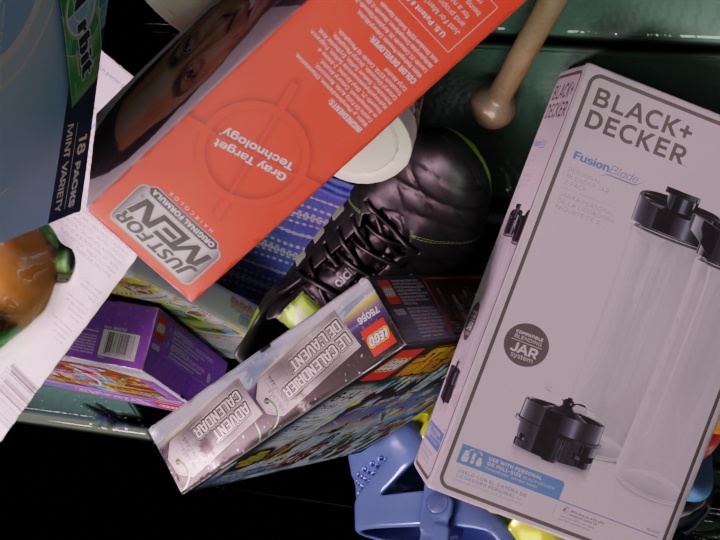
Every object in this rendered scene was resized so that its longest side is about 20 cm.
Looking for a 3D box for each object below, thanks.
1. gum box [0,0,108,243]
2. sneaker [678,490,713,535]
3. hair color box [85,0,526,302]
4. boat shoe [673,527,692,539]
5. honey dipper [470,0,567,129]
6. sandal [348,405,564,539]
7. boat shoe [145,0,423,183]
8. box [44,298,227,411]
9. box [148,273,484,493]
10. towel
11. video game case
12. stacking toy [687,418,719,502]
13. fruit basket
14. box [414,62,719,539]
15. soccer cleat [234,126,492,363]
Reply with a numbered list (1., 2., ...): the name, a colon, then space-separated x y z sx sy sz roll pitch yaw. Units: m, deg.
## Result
1. gum box: -0.157 -0.086 0.615 0.044 0.200 0.171 15 107 15
2. sneaker: 0.113 0.123 1.016 0.201 0.077 0.146 10 158 -3
3. hair color box: -0.017 -0.090 0.659 0.200 0.102 0.061 -42 114 13
4. boat shoe: 0.120 0.100 0.924 0.200 0.062 0.075 41 -174 38
5. honey dipper: 0.082 -0.118 0.723 0.038 0.038 0.200 22 151 -5
6. sandal: 0.025 0.121 0.973 0.200 0.087 0.080 40 172 34
7. boat shoe: -0.042 -0.128 0.738 0.072 0.060 0.202 -24 119 37
8. box: -0.192 0.038 0.986 0.199 0.039 0.137 10 166 14
9. box: 0.001 0.053 0.846 0.137 0.040 0.200 -36 166 21
10. towel: -0.025 0.001 0.966 0.144 0.024 0.200 20 148 0
11. video game case: -0.154 0.013 0.982 0.199 0.023 0.182 5 165 33
12. stacking toy: 0.194 0.021 0.828 0.116 0.110 0.200 26 137 -30
13. fruit basket: -0.196 -0.044 0.845 0.185 0.200 0.094 39 -169 3
14. box: 0.112 0.019 0.760 0.116 0.201 0.060 22 -179 -4
15. soccer cleat: 0.000 0.000 0.847 0.068 0.081 0.200 46 141 2
